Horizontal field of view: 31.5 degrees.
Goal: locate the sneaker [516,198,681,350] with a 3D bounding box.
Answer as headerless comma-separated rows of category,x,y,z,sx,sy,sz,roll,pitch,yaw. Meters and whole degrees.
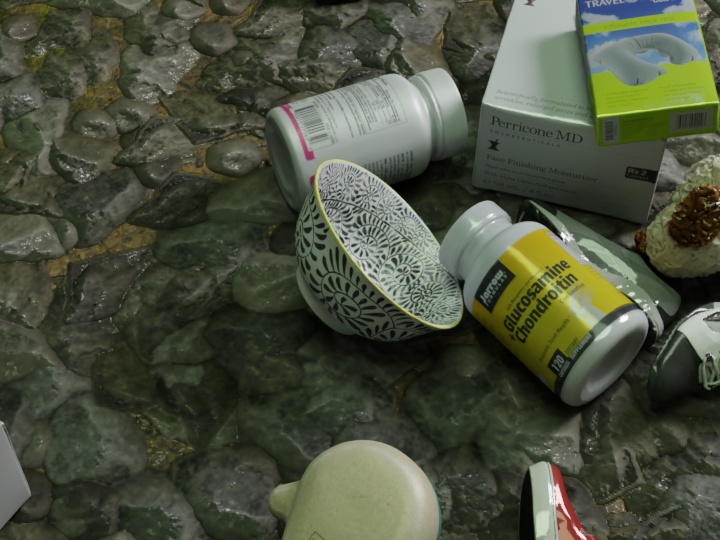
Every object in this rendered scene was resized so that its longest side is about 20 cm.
sneaker,0.235,-0.003,1.285,0.079,0.074,0.200,-29,61,-35

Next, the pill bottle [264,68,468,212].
pill bottle,0.007,-0.143,1.362,0.198,0.114,0.114,-18,53,-15

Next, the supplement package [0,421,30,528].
supplement package,-0.396,0.205,1.073,0.120,0.121,0.201,25,54,20

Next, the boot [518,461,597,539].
boot,0.213,0.254,1.072,0.142,0.073,0.202,-5,59,-5

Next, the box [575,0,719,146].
box,0.285,-0.218,1.289,0.120,0.048,0.202,-6,51,7

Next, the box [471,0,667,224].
box,0.238,-0.182,1.384,0.196,0.132,0.202,13,52,11

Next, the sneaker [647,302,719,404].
sneaker,0.358,0.073,1.205,0.199,0.075,0.088,-31,43,-22

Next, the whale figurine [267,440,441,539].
whale figurine,-0.016,0.242,1.077,0.158,0.104,0.201,36,83,25

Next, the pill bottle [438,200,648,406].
pill bottle,0.169,0.026,1.223,0.111,0.113,0.200,-33,61,-24

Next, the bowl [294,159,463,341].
bowl,0.000,0.000,1.238,0.200,0.094,0.202,38,27,-23

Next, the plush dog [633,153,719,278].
plush dog,0.359,-0.048,1.265,0.170,0.200,0.162,-24,76,-12
